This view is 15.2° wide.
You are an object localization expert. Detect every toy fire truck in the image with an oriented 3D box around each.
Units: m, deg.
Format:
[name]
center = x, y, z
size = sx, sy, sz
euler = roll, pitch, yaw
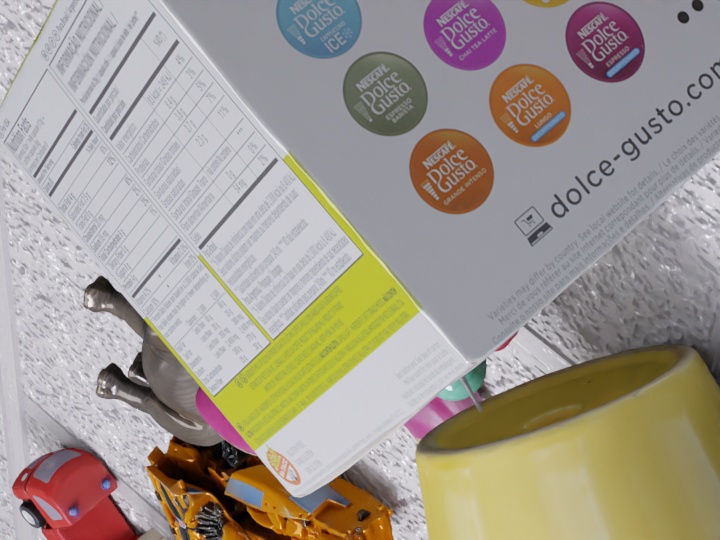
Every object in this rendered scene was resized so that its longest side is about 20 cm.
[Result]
[toy fire truck]
center = -0.138, 0.203, 1.774
size = 0.200, 0.049, 0.141
euler = 56, 153, -11

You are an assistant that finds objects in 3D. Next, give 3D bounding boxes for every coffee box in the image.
[coffee box]
center = 0.011, -0.070, 1.008
size = 0.198, 0.200, 0.200
euler = 49, 155, 2

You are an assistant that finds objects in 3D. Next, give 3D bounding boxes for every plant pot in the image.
[plant pot]
center = 0.113, 0.142, 1.159
size = 0.201, 0.200, 0.189
euler = -10, 103, 60

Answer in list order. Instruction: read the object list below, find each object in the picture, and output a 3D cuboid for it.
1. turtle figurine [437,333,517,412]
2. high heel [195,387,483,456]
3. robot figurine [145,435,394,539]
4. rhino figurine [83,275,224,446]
[turtle figurine]
center = 0.000, 0.000, 1.232
size = 0.200, 0.101, 0.150
euler = 58, 136, 19
[high heel]
center = -0.029, 0.045, 1.364
size = 0.200, 0.067, 0.096
euler = 5, 140, 49
[robot figurine]
center = -0.049, 0.148, 1.551
size = 0.200, 0.058, 0.145
euler = 21, 141, 44
[rhino figurine]
center = -0.100, 0.022, 1.462
size = 0.087, 0.060, 0.200
euler = 22, 144, 20
